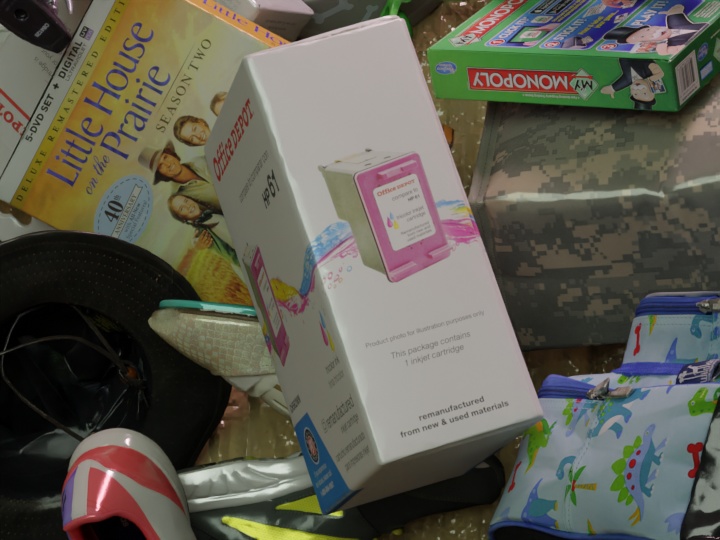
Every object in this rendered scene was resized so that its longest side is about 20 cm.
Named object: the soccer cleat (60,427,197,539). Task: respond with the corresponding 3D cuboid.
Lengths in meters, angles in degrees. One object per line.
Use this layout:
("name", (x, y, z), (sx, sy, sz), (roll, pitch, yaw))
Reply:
("soccer cleat", (-0.090, 0.174, 1.166), (0.068, 0.073, 0.200), (-20, 112, 18))

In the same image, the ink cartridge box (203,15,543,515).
("ink cartridge box", (0.000, 0.000, 1.118), (0.084, 0.145, 0.200), (-15, 78, -15))

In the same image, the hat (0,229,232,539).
("hat", (-0.172, 0.059, 1.263), (0.200, 0.201, 0.081), (-35, 28, -1))

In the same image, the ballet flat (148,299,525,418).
("ballet flat", (-0.010, 0.051, 1.217), (0.199, 0.067, 0.063), (4, 85, -11))

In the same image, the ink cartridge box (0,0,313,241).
("ink cartridge box", (-0.134, -0.100, 1.300), (0.115, 0.068, 0.200), (44, 109, 17))

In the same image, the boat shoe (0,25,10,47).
("boat shoe", (-0.247, -0.204, 1.378), (0.075, 0.086, 0.202), (-37, 67, -1))

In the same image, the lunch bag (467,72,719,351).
("lunch bag", (0.149, -0.059, 1.215), (0.164, 0.118, 0.200), (-5, 37, 15))

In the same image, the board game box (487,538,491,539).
("board game box", (0.140, 0.169, 1.181), (0.200, 0.045, 0.152), (-39, 68, -3))

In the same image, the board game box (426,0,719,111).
("board game box", (0.141, -0.135, 1.211), (0.134, 0.029, 0.200), (5, 29, 33))

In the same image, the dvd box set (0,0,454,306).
("dvd box set", (-0.072, -0.056, 1.239), (0.200, 0.029, 0.147), (28, 108, -8))

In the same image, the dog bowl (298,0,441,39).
("dog bowl", (-0.030, -0.221, 1.349), (0.200, 0.059, 0.201), (-4, 70, 11))

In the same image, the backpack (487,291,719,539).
("backpack", (0.171, 0.095, 1.067), (0.200, 0.183, 0.147), (-5, 63, 56))

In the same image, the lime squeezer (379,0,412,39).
("lime squeezer", (0.035, -0.129, 1.307), (0.200, 0.071, 0.038), (-30, 35, 1))

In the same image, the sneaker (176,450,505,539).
("sneaker", (-0.021, 0.133, 1.227), (0.199, 0.074, 0.085), (-9, 88, 10))

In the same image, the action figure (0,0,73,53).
("action figure", (-0.162, -0.206, 1.240), (0.069, 0.130, 0.200), (24, 37, -17))
